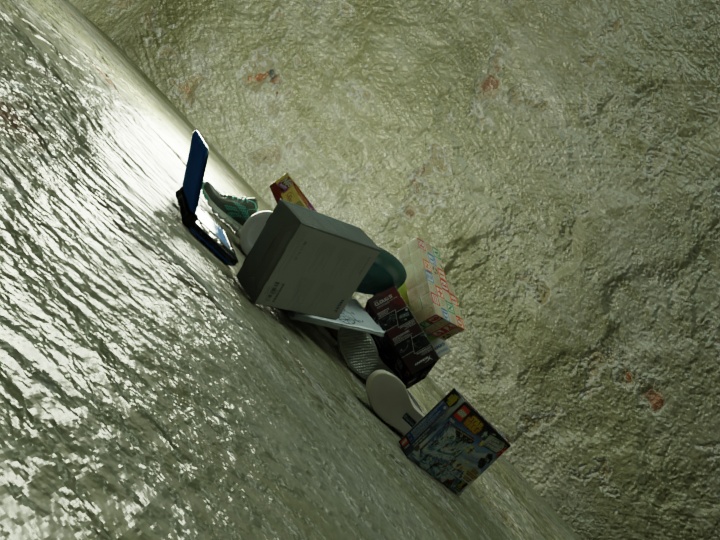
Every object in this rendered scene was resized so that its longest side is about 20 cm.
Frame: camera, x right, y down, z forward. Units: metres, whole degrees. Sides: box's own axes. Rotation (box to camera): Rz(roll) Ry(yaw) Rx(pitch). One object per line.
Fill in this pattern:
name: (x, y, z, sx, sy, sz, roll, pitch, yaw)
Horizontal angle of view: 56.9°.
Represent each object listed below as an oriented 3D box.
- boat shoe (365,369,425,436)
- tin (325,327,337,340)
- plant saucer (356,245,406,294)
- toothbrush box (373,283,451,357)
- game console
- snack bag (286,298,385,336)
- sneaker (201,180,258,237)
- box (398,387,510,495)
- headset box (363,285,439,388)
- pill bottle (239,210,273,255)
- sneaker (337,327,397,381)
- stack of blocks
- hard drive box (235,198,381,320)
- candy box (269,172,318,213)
boat shoe: (0.058, 0.244, 1.231, 0.201, 0.074, 0.093, 54, -10, -29)
tin: (-0.029, 0.159, 1.567, 0.200, 0.042, 0.112, 47, -3, -10)
plant saucer: (0.000, 0.000, 1.408, 0.196, 0.028, 0.201, 15, -28, 8)
toothbrush box: (0.116, 0.123, 1.553, 0.203, 0.085, 0.146, 64, -11, 8)
game console: (-0.257, -0.129, 1.163, 0.171, 0.118, 0.200, 45, 2, -28)
snack bag: (-0.066, 0.077, 1.328, 0.197, 0.022, 0.189, 14, 13, -23)
sneaker: (-0.278, -0.143, 1.522, 0.200, 0.091, 0.078, 46, 0, -27)
box: (0.171, 0.308, 1.182, 0.200, 0.137, 0.040, 46, 3, -40)
headset box: (0.073, 0.142, 1.422, 0.202, 0.076, 0.149, 59, -19, 19)
pill bottle: (-0.180, -0.050, 1.462, 0.111, 0.111, 0.200, 46, 0, 20)
sneaker: (-0.002, 0.176, 1.393, 0.202, 0.072, 0.114, 58, -8, -28)
stack of blocks: (0.156, 0.040, 1.473, 0.114, 0.058, 0.203, 27, 42, -44)
hard drive box: (-0.084, -0.012, 1.118, 0.198, 0.157, 0.077, 17, 22, -47)
candy box: (-0.116, -0.103, 1.455, 0.201, 0.056, 0.117, 52, 7, -41)
